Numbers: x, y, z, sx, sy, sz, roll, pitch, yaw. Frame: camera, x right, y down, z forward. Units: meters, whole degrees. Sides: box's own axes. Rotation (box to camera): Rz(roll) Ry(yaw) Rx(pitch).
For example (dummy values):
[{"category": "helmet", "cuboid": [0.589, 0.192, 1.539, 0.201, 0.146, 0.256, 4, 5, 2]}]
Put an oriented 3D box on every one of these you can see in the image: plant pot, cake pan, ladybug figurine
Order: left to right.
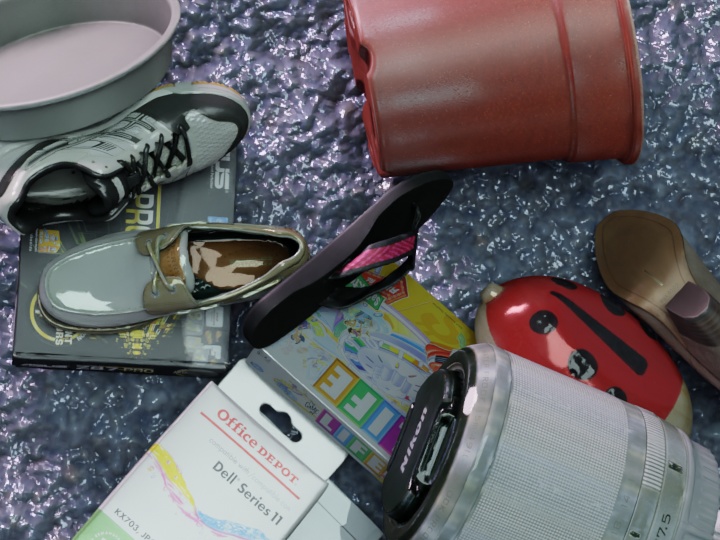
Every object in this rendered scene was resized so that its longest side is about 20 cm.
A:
[{"category": "cake pan", "cuboid": [-0.225, -0.156, 1.376, 0.199, 0.200, 0.037, -21, 125, -12]}, {"category": "plant pot", "cuboid": [0.093, -0.161, 1.414, 0.193, 0.201, 0.203, -11, 79, -2]}, {"category": "ladybug figurine", "cuboid": [0.172, 0.074, 1.401, 0.199, 0.072, 0.136, 37, 48, -8]}]

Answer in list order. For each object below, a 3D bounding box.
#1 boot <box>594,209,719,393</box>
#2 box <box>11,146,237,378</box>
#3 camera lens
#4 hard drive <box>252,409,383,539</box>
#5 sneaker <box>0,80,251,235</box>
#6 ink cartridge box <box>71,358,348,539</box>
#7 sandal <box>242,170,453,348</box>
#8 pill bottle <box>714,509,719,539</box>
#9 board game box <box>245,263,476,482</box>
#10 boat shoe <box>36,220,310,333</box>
[{"category": "boot", "cuboid": [0.262, 0.045, 1.432, 0.070, 0.200, 0.146, -40, 121, 6]}, {"category": "box", "cuboid": [-0.175, -0.024, 1.406, 0.160, 0.049, 0.202, 5, 76, -11]}, {"category": "camera lens", "cuboid": [0.125, 0.152, 1.286, 0.199, 0.160, 0.161, 23, 75, -10]}, {"category": "hard drive", "cuboid": [-0.097, 0.220, 1.372, 0.132, 0.027, 0.200, 44, 75, 3]}, {"category": "sneaker", "cuboid": [-0.168, -0.071, 1.339, 0.198, 0.076, 0.088, -18, 37, -7]}, {"category": "ink cartridge box", "cuboid": [-0.104, 0.163, 1.336, 0.117, 0.067, 0.200, 40, 74, 3]}, {"category": "sandal", "cuboid": [0.000, 0.000, 1.366, 0.045, 0.075, 0.200, 41, 64, 21]}, {"category": "pill bottle", "cuboid": [0.236, 0.278, 1.368, 0.104, 0.104, 0.201, 30, 74, -1]}, {"category": "board game box", "cuboid": [0.031, 0.084, 1.399, 0.200, 0.034, 0.135, 41, 58, 2]}, {"category": "boat shoe", "cuboid": [-0.134, -0.003, 1.348, 0.198, 0.068, 0.075, -11, 79, -13]}]
